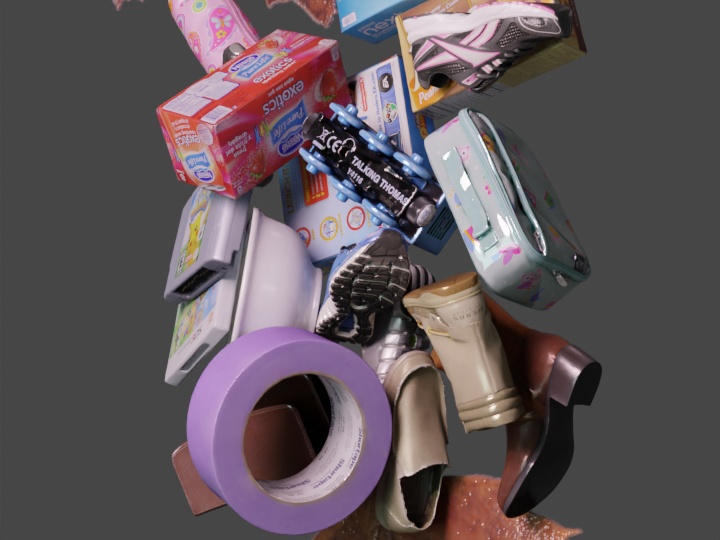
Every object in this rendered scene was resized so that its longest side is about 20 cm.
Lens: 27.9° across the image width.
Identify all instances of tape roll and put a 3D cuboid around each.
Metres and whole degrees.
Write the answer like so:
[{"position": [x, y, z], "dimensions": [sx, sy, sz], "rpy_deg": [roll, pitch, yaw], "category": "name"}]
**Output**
[{"position": [-0.073, 0.163, 1.492], "dimensions": [0.085, 0.198, 0.202], "rpy_deg": [18, 95, 63], "category": "tape roll"}]

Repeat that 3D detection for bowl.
[{"position": [-0.094, 0.037, 1.598], "dimensions": [0.089, 0.201, 0.204], "rpy_deg": [10, 90, -5], "category": "bowl"}]

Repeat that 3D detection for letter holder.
[{"position": [-0.120, 0.174, 1.656], "dimensions": [0.199, 0.100, 0.143], "rpy_deg": [-24, 89, 34], "category": "letter holder"}]

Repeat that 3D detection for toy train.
[{"position": [0.020, -0.100, 1.529], "dimensions": [0.200, 0.114, 0.087], "rpy_deg": [40, 98, 34], "category": "toy train"}]

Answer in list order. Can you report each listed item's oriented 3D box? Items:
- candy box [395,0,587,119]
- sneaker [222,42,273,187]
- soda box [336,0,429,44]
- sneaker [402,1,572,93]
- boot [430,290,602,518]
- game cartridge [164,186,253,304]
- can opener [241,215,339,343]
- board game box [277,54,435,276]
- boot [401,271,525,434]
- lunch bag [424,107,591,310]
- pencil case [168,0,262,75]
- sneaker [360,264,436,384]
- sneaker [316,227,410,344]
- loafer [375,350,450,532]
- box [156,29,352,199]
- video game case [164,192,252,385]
[{"position": [0.137, -0.254, 1.567], "dimensions": [0.199, 0.055, 0.117], "rpy_deg": [-21, 71, 35], "category": "candy box"}, {"position": [-0.149, -0.172, 1.710], "dimensions": [0.076, 0.079, 0.202], "rpy_deg": [-128, 26, -45], "category": "sneaker"}, {"position": [0.067, -0.326, 1.627], "dimensions": [0.199, 0.068, 0.065], "rpy_deg": [-21, 71, 35], "category": "soda box"}, {"position": [0.135, -0.228, 1.496], "dimensions": [0.199, 0.080, 0.087], "rpy_deg": [0, 98, 45], "category": "sneaker"}, {"position": [0.135, 0.132, 1.506], "dimensions": [0.199, 0.068, 0.190], "rpy_deg": [30, 109, 42], "category": "boot"}, {"position": [-0.176, -0.046, 1.675], "dimensions": [0.200, 0.040, 0.135], "rpy_deg": [-33, 40, 62], "category": "game cartridge"}, {"position": [-0.086, 0.010, 1.710], "dimensions": [0.200, 0.053, 0.067], "rpy_deg": [46, 115, 33], "category": "can opener"}, {"position": [-0.004, -0.115, 1.661], "dimensions": [0.195, 0.056, 0.202], "rpy_deg": [-19, 72, 36], "category": "board game box"}, {"position": [0.105, 0.084, 1.460], "dimensions": [0.072, 0.200, 0.157], "rpy_deg": [-20, 90, -9], "category": "boot"}, {"position": [0.148, -0.061, 1.458], "dimensions": [0.077, 0.160, 0.201], "rpy_deg": [-34, 62, 20], "category": "lunch bag"}, {"position": [-0.168, -0.288, 1.803], "dimensions": [0.087, 0.087, 0.201], "rpy_deg": [-46, 56, 24], "category": "pencil case"}, {"position": [0.019, 0.091, 1.610], "dimensions": [0.115, 0.075, 0.202], "rpy_deg": [6, 81, 48], "category": "sneaker"}, {"position": [0.000, 0.000, 1.517], "dimensions": [0.200, 0.078, 0.090], "rpy_deg": [126, 153, -59], "category": "sneaker"}, {"position": [0.063, 0.186, 1.537], "dimensions": [0.068, 0.075, 0.202], "rpy_deg": [20, 111, 54], "category": "loafer"}, {"position": [-0.112, -0.175, 1.590], "dimensions": [0.099, 0.200, 0.096], "rpy_deg": [19, 135, 39], "category": "box"}, {"position": [-0.181, 0.014, 1.722], "dimensions": [0.182, 0.022, 0.202], "rpy_deg": [136, 147, -54], "category": "video game case"}]
